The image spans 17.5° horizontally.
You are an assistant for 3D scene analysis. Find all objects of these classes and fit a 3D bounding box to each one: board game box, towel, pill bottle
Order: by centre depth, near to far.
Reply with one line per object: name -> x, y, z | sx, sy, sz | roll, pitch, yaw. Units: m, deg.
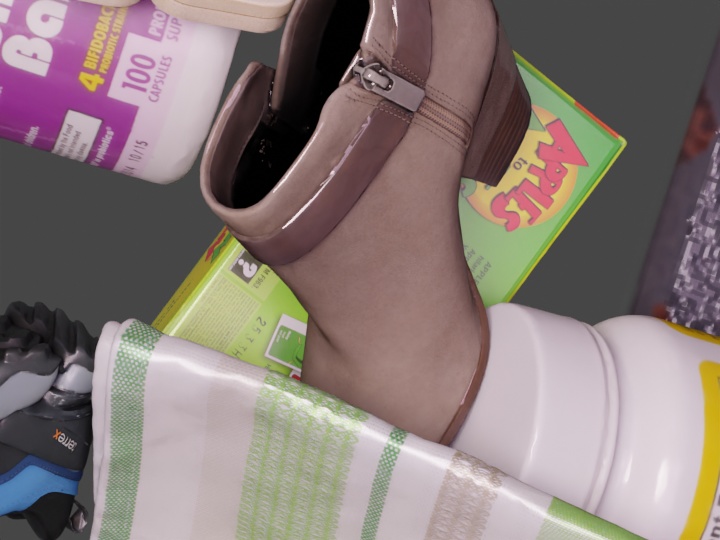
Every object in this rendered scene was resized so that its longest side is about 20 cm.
towel -> -0.004, 0.100, 0.815 | 0.199, 0.150, 0.031 | 23, 55, 9
pill bottle -> -0.143, -0.110, 0.834 | 0.199, 0.112, 0.113 | 16, 89, -11
pill bottle -> 0.127, 0.081, 0.870 | 0.199, 0.114, 0.115 | 16, 89, -22
board game box -> 0.000, 0.000, 0.896 | 0.101, 0.048, 0.201 | 37, 85, -10

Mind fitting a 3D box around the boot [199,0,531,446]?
boot -> -0.007, -0.011, 0.790 | 0.070, 0.146, 0.201 | 19, 90, 29

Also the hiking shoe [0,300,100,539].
hiking shoe -> -0.176, 0.065, 0.791 | 0.199, 0.074, 0.087 | -3, 109, -30

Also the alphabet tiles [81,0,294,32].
alphabet tiles -> -0.076, -0.163, 0.823 | 0.194, 0.015, 0.201 | 9, 47, -18
